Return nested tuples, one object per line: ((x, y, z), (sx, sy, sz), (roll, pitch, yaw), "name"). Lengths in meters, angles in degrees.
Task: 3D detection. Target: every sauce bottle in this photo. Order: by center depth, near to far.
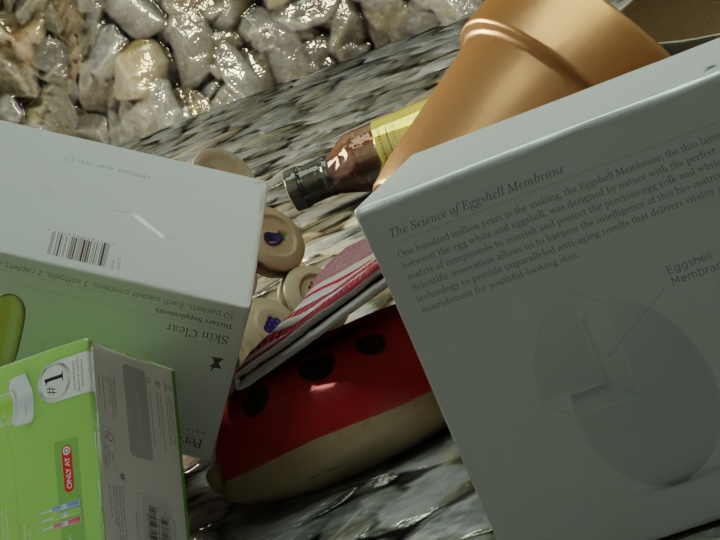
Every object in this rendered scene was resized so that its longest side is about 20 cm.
((0.026, -0.110, 2.758), (0.199, 0.066, 0.066), (-22, 10, 13), "sauce bottle")

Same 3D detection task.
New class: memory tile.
((-0.074, 0.020, 1.930), (0.153, 0.200, 0.017), (-33, -10, -45), "memory tile")

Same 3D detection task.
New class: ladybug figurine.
((-0.008, 0.076, 1.817), (0.199, 0.072, 0.136), (-27, 11, -17), "ladybug figurine")

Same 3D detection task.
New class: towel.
((0.000, 0.000, 1.836), (0.144, 0.023, 0.200), (-37, 4, 22), "towel")

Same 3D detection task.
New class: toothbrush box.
((-0.199, 0.139, 1.670), (0.199, 0.146, 0.086), (-19, -24, 28), "toothbrush box")

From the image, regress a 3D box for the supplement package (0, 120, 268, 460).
((-0.166, 0.007, 1.775), (0.199, 0.111, 0.156), (12, 30, -4), "supplement package")

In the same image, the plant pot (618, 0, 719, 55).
((0.249, -0.102, 1.628), (0.199, 0.135, 0.200), (-20, 15, 6), "plant pot")

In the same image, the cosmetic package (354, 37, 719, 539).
((0.134, 0.013, 1.438), (0.199, 0.201, 0.123), (-20, 11, 19), "cosmetic package")

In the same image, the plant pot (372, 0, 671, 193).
((0.101, -0.042, 1.595), (0.140, 0.200, 0.200), (-43, 14, -13), "plant pot")
